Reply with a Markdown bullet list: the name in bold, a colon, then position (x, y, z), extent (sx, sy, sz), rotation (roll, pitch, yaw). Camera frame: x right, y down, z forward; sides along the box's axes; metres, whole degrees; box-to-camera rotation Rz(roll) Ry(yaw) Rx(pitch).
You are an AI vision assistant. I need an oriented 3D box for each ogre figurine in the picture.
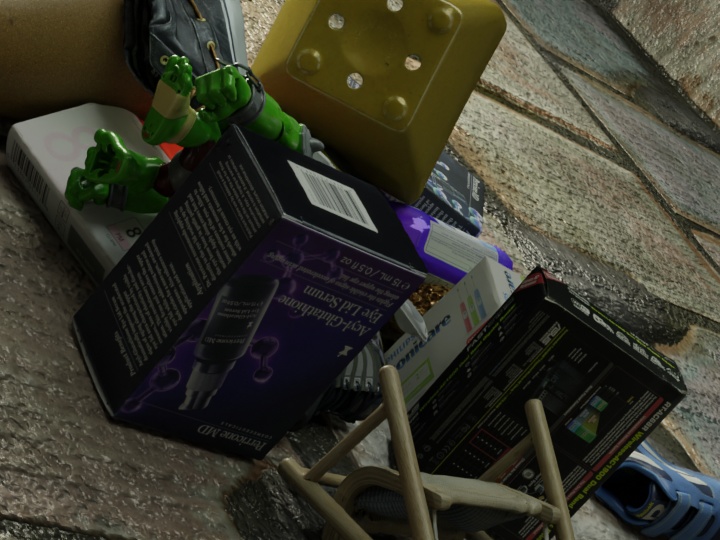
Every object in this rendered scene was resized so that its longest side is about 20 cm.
- **ogre figurine**: position (-0.116, -0.079, 1.336), extent (0.120, 0.200, 0.098), rotation (22, 35, -35)

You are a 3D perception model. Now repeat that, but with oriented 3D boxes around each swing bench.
- **swing bench**: position (0.079, 0.194, 1.339), extent (0.199, 0.130, 0.200), rotation (18, 35, -49)

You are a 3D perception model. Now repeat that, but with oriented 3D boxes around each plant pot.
- **plant pot**: position (0.009, -0.187, 1.611), extent (0.194, 0.196, 0.200), rotation (28, 1, -1)
- **plant pot**: position (-0.269, -0.196, 1.480), extent (0.186, 0.187, 0.200), rotation (48, 32, 20)

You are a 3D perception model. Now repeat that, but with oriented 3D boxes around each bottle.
- **bottle**: position (0.044, -0.024, 1.713), extent (0.199, 0.066, 0.083), rotation (25, -10, -27)

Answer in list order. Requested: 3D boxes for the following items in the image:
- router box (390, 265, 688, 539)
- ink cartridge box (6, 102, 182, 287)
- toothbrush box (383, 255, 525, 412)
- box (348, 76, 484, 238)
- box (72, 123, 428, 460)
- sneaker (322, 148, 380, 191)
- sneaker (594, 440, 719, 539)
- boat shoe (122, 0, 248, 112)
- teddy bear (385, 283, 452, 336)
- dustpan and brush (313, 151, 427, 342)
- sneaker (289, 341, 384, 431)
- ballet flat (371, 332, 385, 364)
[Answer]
- **router box**: position (0.142, 0.116, 1.501), extent (0.150, 0.200, 0.062), rotation (35, 20, -16)
- **ink cartridge box**: position (-0.154, -0.071, 1.459), extent (0.199, 0.057, 0.163), rotation (-23, 60, -31)
- **toothbrush box**: position (0.139, 0.099, 1.609), extent (0.200, 0.146, 0.086), rotation (30, 29, -31)
- **box**: position (0.016, -0.085, 1.843), extent (0.200, 0.107, 0.149), rotation (38, 19, -10)
- **box**: position (-0.079, 0.020, 1.300), extent (0.148, 0.200, 0.104), rotation (20, 29, -42)
- **sneaker**: position (-0.064, -0.084, 1.600), extent (0.200, 0.075, 0.085), rotation (36, 16, 0)
- **sneaker**: position (0.289, 0.221, 1.756), extent (0.199, 0.074, 0.082), rotation (30, 23, -9)
- **boat shoe**: position (-0.132, -0.134, 1.439), extent (0.091, 0.071, 0.201), rotation (3, 64, -38)
- **teddy bear**: position (0.069, 0.051, 1.687), extent (0.200, 0.067, 0.145), rotation (26, -11, -28)
- **dustpan and brush**: position (0.000, 0.000, 1.486), extent (0.200, 0.057, 0.140), rotation (62, 21, -45)
- **sneaker**: position (-0.019, 0.086, 1.469), extent (0.081, 0.074, 0.200), rotation (44, 21, -1)
- **ballet flat**: position (-0.034, 0.006, 1.612), extent (0.072, 0.072, 0.200), rotation (11, 36, -55)
